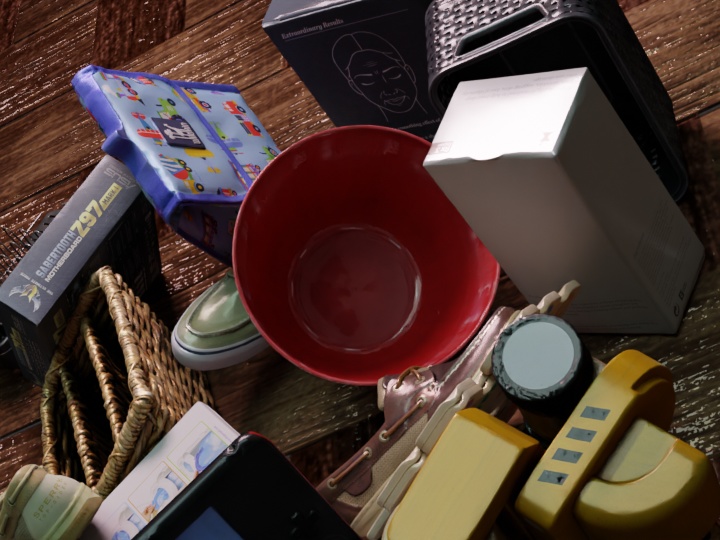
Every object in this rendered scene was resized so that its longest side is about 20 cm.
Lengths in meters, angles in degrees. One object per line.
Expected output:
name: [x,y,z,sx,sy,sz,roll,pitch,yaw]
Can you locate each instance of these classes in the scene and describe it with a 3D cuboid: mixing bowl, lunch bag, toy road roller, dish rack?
mixing bowl: [0.000,0.000,1.270,0.200,0.200,0.108,-50,-5,-15]
lunch bag: [-0.146,-0.086,1.336,0.094,0.200,0.151,-44,65,18]
toy road roller: [0.122,0.137,0.980,0.146,0.123,0.200,29,77,29]
dish rack: [-0.322,0.006,1.608,0.153,0.055,0.200,8,57,43]

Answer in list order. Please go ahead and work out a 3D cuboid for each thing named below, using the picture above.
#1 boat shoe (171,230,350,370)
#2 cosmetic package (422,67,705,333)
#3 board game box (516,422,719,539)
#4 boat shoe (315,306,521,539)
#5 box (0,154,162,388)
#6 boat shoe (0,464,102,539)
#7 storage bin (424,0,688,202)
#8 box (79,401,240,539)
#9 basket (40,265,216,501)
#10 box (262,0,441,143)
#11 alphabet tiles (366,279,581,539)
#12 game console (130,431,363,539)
boat shoe: [-0.073,0.006,1.346,0.200,0.062,0.072,-36,56,-27]
cosmetic package: [0.145,-0.043,1.155,0.113,0.200,0.081,0,52,38]
board game box: [0.139,0.178,1.060,0.151,0.046,0.200,-39,37,-1]
boat shoe: [0.040,0.097,1.161,0.072,0.072,0.200,39,100,14]
box: [-0.239,0.011,1.431,0.051,0.200,0.158,30,69,10]
boat shoe: [-0.245,0.176,1.202,0.073,0.063,0.201,-56,12,-21]
storage bin: [0.146,-0.126,1.238,0.135,0.200,0.094,-22,40,20]
box: [-0.132,0.215,1.189,0.200,0.113,0.101,-46,37,-9]
basket: [-0.200,0.122,1.312,0.142,0.149,0.200,-34,38,6]
box: [0.040,-0.185,1.387,0.148,0.200,0.107,-8,47,33]
alphabet tiles: [0.078,0.094,1.093,0.015,0.200,0.196,38,115,15]
game console: [-0.091,0.225,1.094,0.200,0.177,0.031,-44,36,-7]
